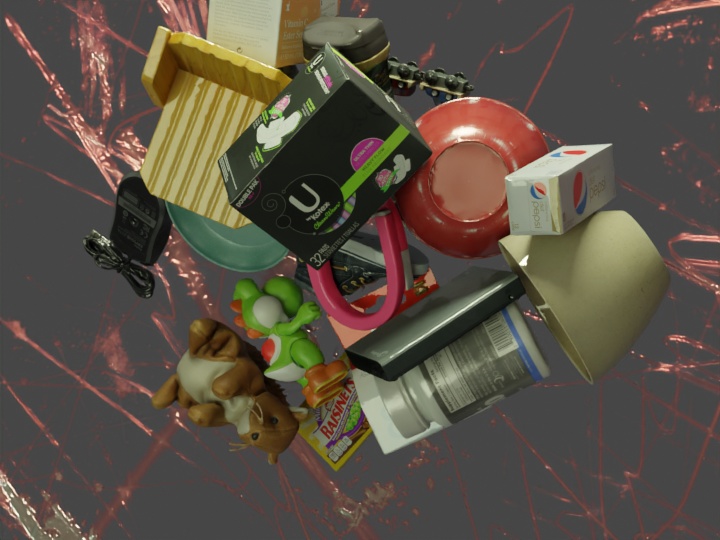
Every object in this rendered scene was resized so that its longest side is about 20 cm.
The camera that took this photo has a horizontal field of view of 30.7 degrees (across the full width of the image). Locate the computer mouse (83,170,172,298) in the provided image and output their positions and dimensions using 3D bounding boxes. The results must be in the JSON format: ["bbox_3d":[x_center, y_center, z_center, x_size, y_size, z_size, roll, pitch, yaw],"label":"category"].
[{"bbox_3d":[-0.320,-0.069,1.897,0.138,0.053,0.200,38,130,13],"label":"computer mouse"}]

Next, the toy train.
[{"bbox_3d":[0.050,-0.242,1.656,0.200,0.034,0.046,17,114,24],"label":"toy train"}]

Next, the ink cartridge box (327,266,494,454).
[{"bbox_3d":[0.062,0.117,1.709,0.160,0.047,0.200,-26,91,15],"label":"ink cartridge box"}]

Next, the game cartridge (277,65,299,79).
[{"bbox_3d":[-0.141,-0.190,1.758,0.200,0.040,0.134,-17,103,33],"label":"game cartridge"}]

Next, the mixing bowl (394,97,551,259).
[{"bbox_3d":[0.131,-0.109,1.564,0.200,0.108,0.201,1,95,8],"label":"mixing bowl"}]

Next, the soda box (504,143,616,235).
[{"bbox_3d":[0.232,-0.094,1.496,0.064,0.200,0.068,0,105,29],"label":"soda box"}]

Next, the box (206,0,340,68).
[{"bbox_3d":[-0.102,-0.365,1.639,0.106,0.152,0.200,16,110,25],"label":"box"}]

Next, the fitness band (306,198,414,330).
[{"bbox_3d":[-0.008,-0.022,1.657,0.143,0.037,0.200,-3,104,35],"label":"fitness band"}]

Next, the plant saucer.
[{"bbox_3d":[-0.173,-0.091,1.787,0.200,0.036,0.200,14,128,18],"label":"plant saucer"}]

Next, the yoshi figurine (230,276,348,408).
[{"bbox_3d":[-0.086,0.079,1.768,0.112,0.112,0.200,-46,71,16],"label":"yoshi figurine"}]

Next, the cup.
[{"bbox_3d":[0.273,0.011,1.524,0.143,0.200,0.200,-33,85,2],"label":"cup"}]

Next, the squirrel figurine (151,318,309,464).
[{"bbox_3d":[-0.151,0.171,1.786,0.187,0.200,0.142,35,100,17],"label":"squirrel figurine"}]

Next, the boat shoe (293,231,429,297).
[{"bbox_3d":[0.000,0.000,1.727,0.200,0.071,0.091,18,109,32],"label":"boat shoe"}]

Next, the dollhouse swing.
[{"bbox_3d":[-0.186,-0.168,1.638,0.200,0.182,0.176,23,82,4],"label":"dollhouse swing"}]

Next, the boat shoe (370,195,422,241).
[{"bbox_3d":[0.052,-0.090,1.674,0.200,0.076,0.060,23,114,9],"label":"boat shoe"}]

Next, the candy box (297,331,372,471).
[{"bbox_3d":[-0.010,0.176,1.798,0.102,0.026,0.200,45,118,13],"label":"candy box"}]

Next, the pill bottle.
[{"bbox_3d":[0.124,0.122,1.615,0.200,0.114,0.114,-27,89,8],"label":"pill bottle"}]

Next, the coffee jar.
[{"bbox_3d":[-0.007,-0.218,1.631,0.104,0.085,0.200,10,127,32],"label":"coffee jar"}]

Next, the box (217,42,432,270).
[{"bbox_3d":[-0.044,-0.133,1.536,0.148,0.124,0.200,37,106,-29],"label":"box"}]

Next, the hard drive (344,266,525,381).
[{"bbox_3d":[0.088,0.063,1.588,0.033,0.200,0.140,60,166,-13],"label":"hard drive"}]
